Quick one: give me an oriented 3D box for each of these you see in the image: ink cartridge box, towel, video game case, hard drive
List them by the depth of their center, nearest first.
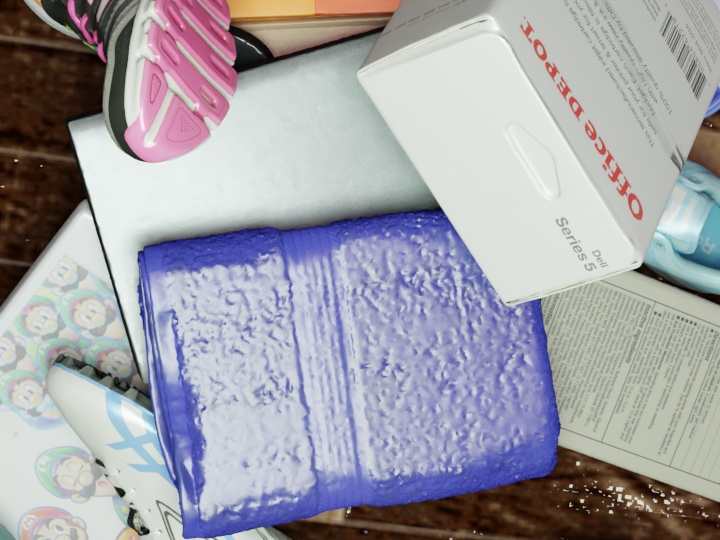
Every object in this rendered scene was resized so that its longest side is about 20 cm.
[{"bbox_3d":[0.096,-0.103,1.119,0.084,0.200,0.146,-19,116,35],"label":"ink cartridge box"},{"bbox_3d":[-0.006,0.046,1.146,0.200,0.050,0.148,-8,94,-9],"label":"towel"},{"bbox_3d":[-0.036,-0.038,1.173,0.200,0.033,0.140,-17,103,-8],"label":"hard drive"},{"bbox_3d":[-0.131,0.088,1.230,0.182,0.024,0.200,35,108,-15],"label":"video game case"}]

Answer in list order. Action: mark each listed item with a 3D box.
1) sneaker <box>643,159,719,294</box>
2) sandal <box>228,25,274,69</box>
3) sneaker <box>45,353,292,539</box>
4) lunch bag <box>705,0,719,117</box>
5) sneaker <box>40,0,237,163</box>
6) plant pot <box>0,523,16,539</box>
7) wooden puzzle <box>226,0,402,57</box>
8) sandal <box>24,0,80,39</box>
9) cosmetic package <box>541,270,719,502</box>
[{"bbox_3d":[0.149,-0.044,1.233,0.200,0.082,0.074,23,84,-26],"label":"sneaker"},{"bbox_3d":[-0.101,-0.035,1.217,0.075,0.048,0.201,17,115,-2],"label":"sandal"},{"bbox_3d":[-0.097,0.124,1.191,0.072,0.072,0.200,-46,111,-12],"label":"sneaker"},{"bbox_3d":[0.163,-0.180,1.250,0.160,0.076,0.200,-41,97,1],"label":"lunch bag"},{"bbox_3d":[-0.116,-0.124,1.133,0.087,0.200,0.074,-20,139,21],"label":"sneaker"},{"bbox_3d":[-0.245,0.189,1.195,0.200,0.200,0.135,31,57,-9],"label":"plant pot"},{"bbox_3d":[-0.022,-0.199,1.199,0.200,0.037,0.185,-3,94,3],"label":"wooden puzzle"},{"bbox_3d":[-0.175,-0.212,1.212,0.079,0.059,0.207,-31,99,-3],"label":"sandal"},{"bbox_3d":[0.151,0.055,1.247,0.200,0.073,0.104,22,91,-24],"label":"cosmetic package"}]
